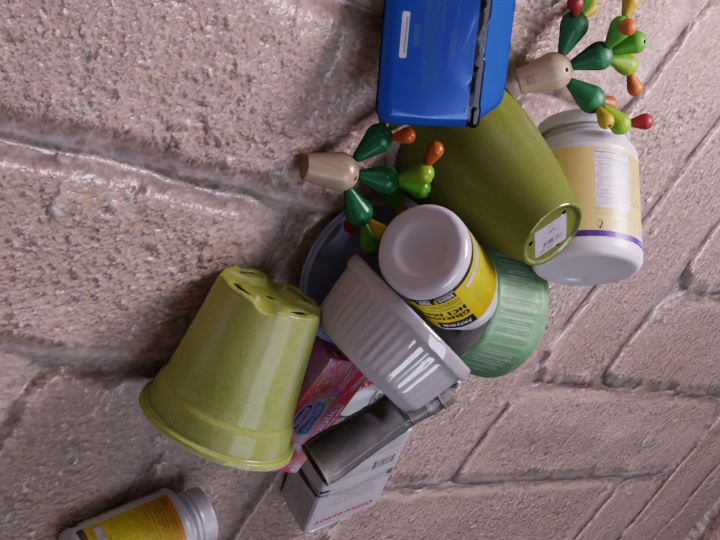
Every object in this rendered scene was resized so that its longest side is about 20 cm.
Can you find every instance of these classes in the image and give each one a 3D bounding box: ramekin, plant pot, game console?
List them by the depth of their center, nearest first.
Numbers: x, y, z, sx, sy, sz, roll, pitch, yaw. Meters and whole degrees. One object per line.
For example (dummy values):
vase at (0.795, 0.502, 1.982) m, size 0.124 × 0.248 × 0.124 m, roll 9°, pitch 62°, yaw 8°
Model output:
game console at (0.101, -0.272, 1.275) m, size 0.168 × 0.119 × 0.202 m, roll 2°, pitch 113°, yaw -8°
plant pot at (-0.139, 0.105, 1.362) m, size 0.199 × 0.200 × 0.186 m, roll 8°, pitch 111°, yaw -49°
ramekin at (0.033, 0.082, 1.394) m, size 0.094 × 0.202 × 0.202 m, roll -44°, pitch 146°, yaw 1°
plant pot at (0.176, -0.104, 1.415) m, size 0.186 × 0.200 × 0.188 m, roll -27°, pitch 143°, yaw -22°
ramekin at (0.151, 0.041, 1.560) m, size 0.097 × 0.200 × 0.201 m, roll 11°, pitch 120°, yaw -41°

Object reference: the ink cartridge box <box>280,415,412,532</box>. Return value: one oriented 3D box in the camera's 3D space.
ink cartridge box at (-0.025, 0.290, 1.736) m, size 0.145 × 0.085 × 0.201 m, roll -14°, pitch 143°, yaw -34°

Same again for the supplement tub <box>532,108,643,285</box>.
supplement tub at (0.294, -0.095, 1.501) m, size 0.143 × 0.203 × 0.146 m, roll 1°, pitch 161°, yaw 0°

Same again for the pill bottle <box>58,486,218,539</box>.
pill bottle at (-0.295, 0.363, 1.533) m, size 0.198 × 0.109 × 0.110 m, roll -19°, pitch 140°, yaw -30°

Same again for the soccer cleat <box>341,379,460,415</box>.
soccer cleat at (0.057, 0.175, 1.677) m, size 0.198 × 0.085 × 0.069 m, roll -19°, pitch 140°, yaw -30°

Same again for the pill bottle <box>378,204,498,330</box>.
pill bottle at (0.103, 0.006, 1.389) m, size 0.112 × 0.113 × 0.200 m, roll -44°, pitch 152°, yaw 3°

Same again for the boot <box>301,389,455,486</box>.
boot at (0.014, 0.193, 1.505) m, size 0.199 × 0.182 × 0.073 m, roll -37°, pitch 102°, yaw -4°

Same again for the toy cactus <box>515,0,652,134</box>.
toy cactus at (0.277, -0.252, 1.417) m, size 0.163 × 0.103 × 0.202 m, roll -16°, pitch 116°, yaw 9°

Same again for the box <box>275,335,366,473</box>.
box at (-0.088, 0.167, 1.540) m, size 0.102 × 0.095 × 0.201 m, roll 16°, pitch 116°, yaw -51°

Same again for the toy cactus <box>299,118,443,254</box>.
toy cactus at (0.008, -0.119, 1.348) m, size 0.163 × 0.103 × 0.201 m, roll 7°, pitch 126°, yaw -24°

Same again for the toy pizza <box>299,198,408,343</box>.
toy pizza at (0.000, 0.000, 1.476) m, size 0.199 × 0.032 × 0.202 m, roll -19°, pitch 123°, yaw -31°
